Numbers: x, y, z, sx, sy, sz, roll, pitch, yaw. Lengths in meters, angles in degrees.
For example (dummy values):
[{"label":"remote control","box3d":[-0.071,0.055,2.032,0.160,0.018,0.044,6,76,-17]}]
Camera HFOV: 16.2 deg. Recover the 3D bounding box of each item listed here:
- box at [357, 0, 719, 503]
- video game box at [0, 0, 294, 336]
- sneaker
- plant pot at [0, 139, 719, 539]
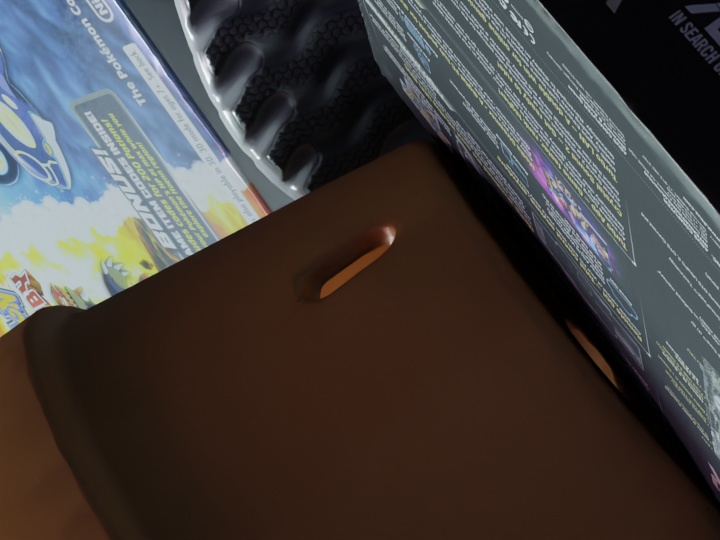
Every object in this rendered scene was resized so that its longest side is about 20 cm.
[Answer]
[{"label":"box","box3d":[0.061,-0.021,0.497,0.200,0.043,0.160,53,173,27]},{"label":"video game box","box3d":[-0.085,-0.038,0.794,0.182,0.047,0.200,-11,120,53]},{"label":"sneaker","box3d":[0.001,-0.044,0.704,0.200,0.075,0.082,61,176,-23]},{"label":"plant pot","box3d":[0.007,0.064,0.612,0.200,0.140,0.200,49,-172,-9]}]
